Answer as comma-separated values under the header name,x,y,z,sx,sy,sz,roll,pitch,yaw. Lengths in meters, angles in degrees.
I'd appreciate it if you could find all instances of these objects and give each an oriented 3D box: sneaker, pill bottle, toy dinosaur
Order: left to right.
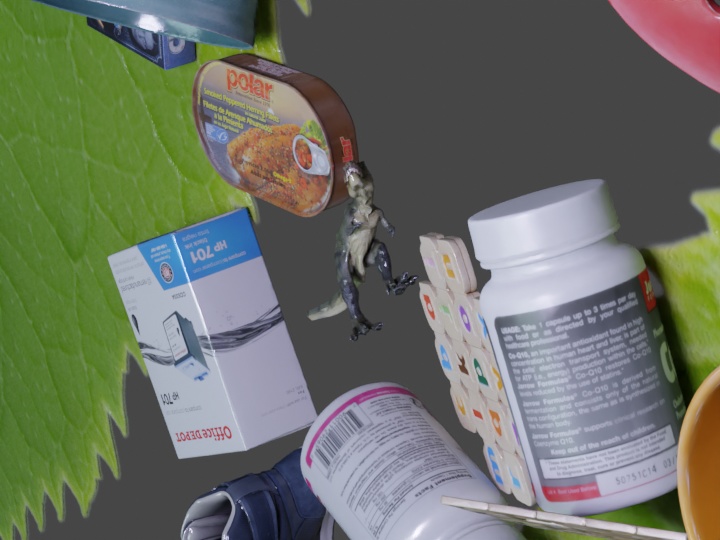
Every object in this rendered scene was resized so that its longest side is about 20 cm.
name,x,y,z,sx,sy,sz,roll,pitch,yaw
sneaker,-0.092,0.255,1.696,0.077,0.145,0.204,37,138,37
toy dinosaur,0.000,0.000,1.507,0.088,0.047,0.201,60,150,33
pill bottle,0.047,0.186,1.454,0.200,0.112,0.114,48,143,42
pill bottle,0.144,0.049,1.249,0.114,0.113,0.202,-6,103,57

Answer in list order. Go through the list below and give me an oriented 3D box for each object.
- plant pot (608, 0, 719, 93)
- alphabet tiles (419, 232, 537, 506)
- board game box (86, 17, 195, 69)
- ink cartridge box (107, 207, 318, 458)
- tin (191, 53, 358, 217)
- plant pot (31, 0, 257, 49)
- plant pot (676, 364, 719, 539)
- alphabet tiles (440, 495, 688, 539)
name,x,y,z,sx,sy,sz,roll,pitch,yaw
plant pot,0.228,-0.201,0.912,0.201,0.199,0.183,54,136,22
alphabet tiles,0.088,0.070,1.385,0.196,0.014,0.202,-167,58,-77
board game box,-0.197,-0.291,1.645,0.135,0.034,0.202,31,132,44
ink cartridge box,-0.133,0.059,1.702,0.146,0.085,0.202,-16,93,58
tin,-0.070,-0.114,1.553,0.199,0.042,0.113,25,132,48
plant pot,-0.166,-0.263,1.494,0.200,0.199,0.136,16,94,52
plant pot,0.298,0.107,0.984,0.200,0.182,0.202,32,132,44
alphabet tiles,0.173,0.171,1.231,0.198,0.167,0.008,6,80,28
